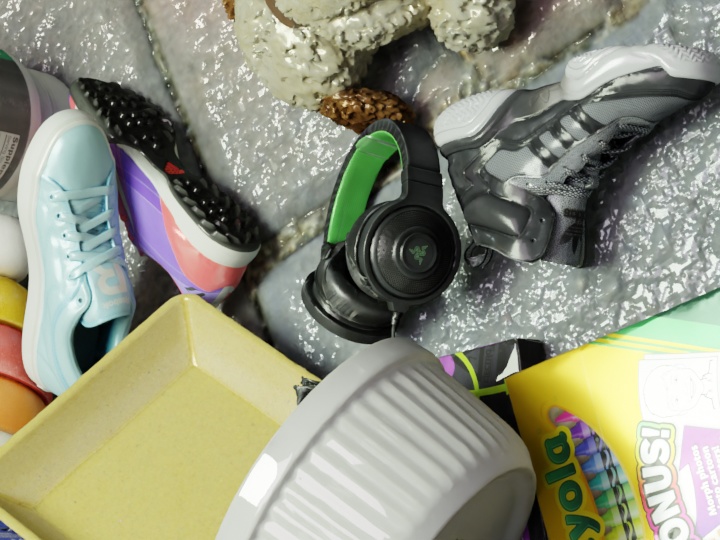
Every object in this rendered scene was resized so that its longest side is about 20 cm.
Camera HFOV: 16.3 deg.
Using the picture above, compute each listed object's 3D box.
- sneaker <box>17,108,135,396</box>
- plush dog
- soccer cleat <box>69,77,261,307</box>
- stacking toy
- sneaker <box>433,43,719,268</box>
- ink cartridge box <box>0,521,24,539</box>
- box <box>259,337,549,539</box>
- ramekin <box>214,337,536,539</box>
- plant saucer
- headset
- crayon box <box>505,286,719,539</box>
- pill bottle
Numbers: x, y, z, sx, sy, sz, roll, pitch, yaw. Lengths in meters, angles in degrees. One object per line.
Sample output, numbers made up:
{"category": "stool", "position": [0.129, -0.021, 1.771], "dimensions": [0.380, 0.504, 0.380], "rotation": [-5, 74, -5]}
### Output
{"category": "sneaker", "position": [-0.175, -0.004, 1.653], "dimensions": [0.082, 0.074, 0.201], "rotation": [25, 123, 42]}
{"category": "plush dog", "position": [-0.020, -0.176, 1.591], "dimensions": [0.200, 0.160, 0.172], "rotation": [53, 136, 27]}
{"category": "soccer cleat", "position": [-0.145, -0.053, 1.699], "dimensions": [0.200, 0.068, 0.073], "rotation": [48, 121, 30]}
{"category": "stacking toy", "position": [-0.260, 0.054, 1.746], "dimensions": [0.146, 0.146, 0.201], "rotation": [-6, 63, 34]}
{"category": "sneaker", "position": [0.134, -0.062, 1.499], "dimensions": [0.199, 0.075, 0.114], "rotation": [-16, 76, 38]}
{"category": "ink cartridge box", "position": [-0.236, 0.238, 1.677], "dimensions": [0.076, 0.136, 0.201], "rotation": [16, 93, 33]}
{"category": "box", "position": [0.031, 0.133, 1.566], "dimensions": [0.199, 0.036, 0.144], "rotation": [-17, 75, 33]}
{"category": "ramekin", "position": [0.014, 0.149, 1.443], "dimensions": [0.105, 0.200, 0.201], "rotation": [34, 103, 21]}
{"category": "plant saucer", "position": [-0.110, 0.131, 1.568], "dimensions": [0.200, 0.049, 0.200], "rotation": [33, 63, 33]}
{"category": "headset", "position": [0.000, 0.000, 1.549], "dimensions": [0.123, 0.094, 0.201], "rotation": [-43, 42, 53]}
{"category": "crayon box", "position": [0.190, 0.128, 1.441], "dimensions": [0.172, 0.058, 0.201], "rotation": [-25, 70, 30]}
{"category": "pill bottle", "position": [-0.292, -0.106, 1.722], "dimensions": [0.113, 0.200, 0.114], "rotation": [-5, 81, 34]}
